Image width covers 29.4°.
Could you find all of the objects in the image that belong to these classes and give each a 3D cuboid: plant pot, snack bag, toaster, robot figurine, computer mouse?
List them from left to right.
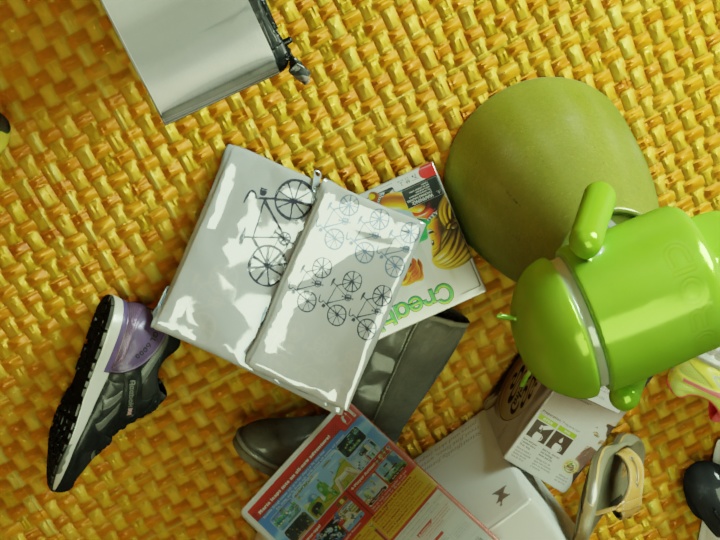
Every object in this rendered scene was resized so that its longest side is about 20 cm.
[{"bbox_3d":[-0.141,-0.225,1.053,0.118,0.200,0.182,-27,117,-2],"label":"toaster"},{"bbox_3d":[-0.066,0.004,1.216,0.198,0.021,0.191,25,95,0],"label":"snack bag"},{"bbox_3d":[0.183,-0.048,1.191,0.184,0.200,0.190,-4,115,-8],"label":"plant pot"},{"bbox_3d":[0.204,0.025,1.051,0.198,0.116,0.177,-22,124,0],"label":"robot figurine"},{"bbox_3d":[0.398,0.288,1.441,0.058,0.034,0.201,-28,99,30],"label":"computer mouse"}]

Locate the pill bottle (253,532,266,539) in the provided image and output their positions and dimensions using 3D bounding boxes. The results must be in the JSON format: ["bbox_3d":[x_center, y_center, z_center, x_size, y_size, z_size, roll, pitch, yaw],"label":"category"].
[{"bbox_3d":[-0.049,0.297,1.323,0.110,0.113,0.202,-8,133,-7],"label":"pill bottle"}]

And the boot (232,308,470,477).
[{"bbox_3d":[-0.009,0.108,1.298,0.180,0.073,0.202,12,118,-29],"label":"boot"}]

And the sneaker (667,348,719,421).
[{"bbox_3d":[0.392,0.120,1.375,0.198,0.078,0.091,26,117,-15],"label":"sneaker"}]

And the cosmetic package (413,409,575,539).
[{"bbox_3d":[0.129,0.286,1.350,0.164,0.165,0.201,-35,116,6],"label":"cosmetic package"}]

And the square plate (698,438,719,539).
[{"bbox_3d":[0.465,0.269,1.482,0.197,0.029,0.201,-1,115,-10],"label":"square plate"}]

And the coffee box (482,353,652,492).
[{"bbox_3d":[0.211,0.092,1.305,0.079,0.113,0.201,29,107,-16],"label":"coffee box"}]

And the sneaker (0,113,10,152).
[{"bbox_3d":[-0.365,-0.060,1.160,0.199,0.079,0.090,-34,124,12],"label":"sneaker"}]

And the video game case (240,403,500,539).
[{"bbox_3d":[0.011,0.232,1.224,0.200,0.017,0.143,41,75,13],"label":"video game case"}]

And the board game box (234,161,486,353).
[{"bbox_3d":[0.000,0.000,1.242,0.198,0.035,0.128,-24,92,3],"label":"board game box"}]

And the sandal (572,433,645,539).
[{"bbox_3d":[0.253,0.210,1.331,0.053,0.199,0.082,14,105,24],"label":"sandal"}]

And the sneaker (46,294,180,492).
[{"bbox_3d":[-0.226,0.126,1.266,0.087,0.076,0.202,17,110,-24],"label":"sneaker"}]
